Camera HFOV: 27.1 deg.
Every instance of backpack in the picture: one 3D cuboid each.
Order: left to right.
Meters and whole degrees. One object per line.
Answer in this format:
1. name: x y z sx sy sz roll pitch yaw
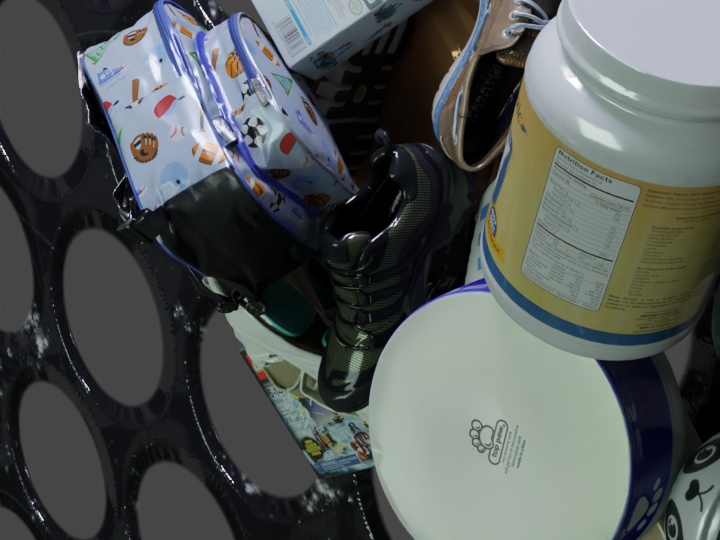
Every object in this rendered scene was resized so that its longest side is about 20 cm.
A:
1. backpack: -0.104 -0.092 1.028 0.191 0.153 0.200 55 -178 23

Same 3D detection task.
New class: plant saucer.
1. plant saucer: 0.034 -0.131 1.132 0.199 0.032 0.203 21 119 44

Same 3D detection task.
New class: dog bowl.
1. dog bowl: 0.105 0.103 0.969 0.198 0.078 0.203 8 104 35

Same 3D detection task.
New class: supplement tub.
1. supplement tub: 0.154 -0.063 0.852 0.145 0.144 0.201 43 142 29

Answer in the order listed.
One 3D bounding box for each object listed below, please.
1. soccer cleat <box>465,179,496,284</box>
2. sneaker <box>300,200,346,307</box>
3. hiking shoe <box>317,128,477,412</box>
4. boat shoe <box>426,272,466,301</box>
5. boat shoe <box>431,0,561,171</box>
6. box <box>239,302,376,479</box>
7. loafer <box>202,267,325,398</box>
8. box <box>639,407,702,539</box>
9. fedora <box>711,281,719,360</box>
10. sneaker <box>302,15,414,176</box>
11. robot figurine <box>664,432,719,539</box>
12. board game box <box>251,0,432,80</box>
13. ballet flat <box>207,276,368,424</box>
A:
1. soccer cleat: 0.109 -0.010 1.056 0.086 0.069 0.202 53 131 48
2. sneaker: -0.051 -0.068 1.231 0.080 0.071 0.202 -21 96 50
3. hiking shoe: 0.000 0.000 1.033 0.076 0.100 0.202 30 101 49
4. boat shoe: 0.090 0.101 1.124 0.060 0.075 0.202 -21 89 56
5. boat shoe: 0.109 -0.152 0.962 0.073 0.071 0.201 -101 28 -57
6. box: -0.003 0.095 1.231 0.199 0.040 0.138 -23 101 51
7. loafer: -0.087 0.011 1.190 0.075 0.068 0.202 -29 81 50
8. box: 0.189 0.153 1.026 0.095 0.077 0.201 -38 75 49
9. fedora: 0.299 0.042 0.827 0.200 0.201 0.092 34 163 36
10. sneaker: -0.036 -0.150 1.137 0.116 0.075 0.201 49 126 32
11. robot figurine: 0.277 0.169 0.892 0.199 0.150 0.126 25 136 41
12. board game box: 0.008 -0.248 1.015 0.199 0.064 0.149 -32 77 16
13. ballet flat: -0.044 0.060 1.125 0.199 0.070 0.070 33 132 4
